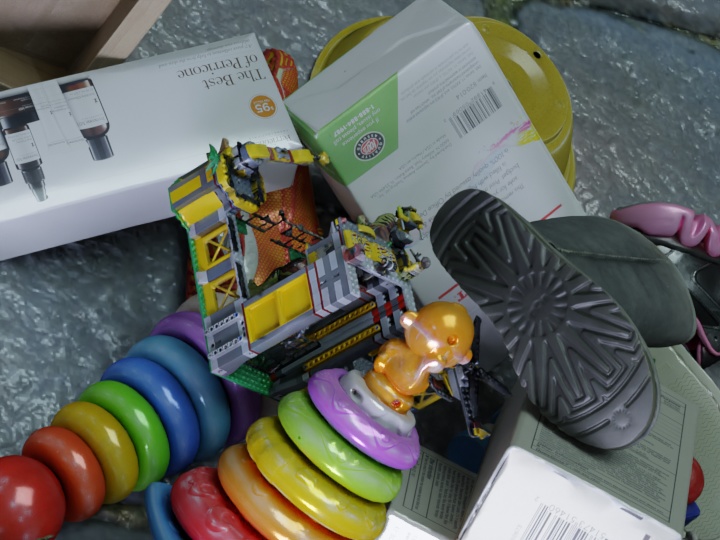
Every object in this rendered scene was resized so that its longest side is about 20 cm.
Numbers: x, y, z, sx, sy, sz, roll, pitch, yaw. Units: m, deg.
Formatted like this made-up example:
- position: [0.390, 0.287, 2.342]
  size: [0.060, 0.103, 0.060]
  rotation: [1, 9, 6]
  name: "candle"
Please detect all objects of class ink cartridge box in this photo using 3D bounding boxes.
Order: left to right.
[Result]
- position: [0.054, -0.048, 1.576]
  size: [0.117, 0.067, 0.200]
  rotation: [-36, 120, -7]
  name: "ink cartridge box"

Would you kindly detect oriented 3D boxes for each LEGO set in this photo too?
- position: [0.000, 0.000, 1.430]
  size: [0.200, 0.116, 0.154]
  rotation: [34, 38, -40]
  name: "LEGO set"

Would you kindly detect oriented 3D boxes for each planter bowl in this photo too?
- position: [0.073, -0.098, 1.676]
  size: [0.200, 0.083, 0.201]
  rotation: [18, 52, -25]
  name: "planter bowl"

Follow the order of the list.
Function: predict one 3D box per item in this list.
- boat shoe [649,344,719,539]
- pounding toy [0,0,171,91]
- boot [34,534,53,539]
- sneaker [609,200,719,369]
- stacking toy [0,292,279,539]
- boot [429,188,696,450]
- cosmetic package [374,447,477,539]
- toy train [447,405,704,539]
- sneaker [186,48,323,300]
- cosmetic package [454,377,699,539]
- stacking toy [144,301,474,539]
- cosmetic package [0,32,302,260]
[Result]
- position: [0.183, 0.076, 1.646]
  size: [0.201, 0.072, 0.068]
  rotation: [63, 5, 1]
  name: "boat shoe"
- position: [-0.200, -0.220, 1.500]
  size: [0.200, 0.184, 0.143]
  rotation: [26, 49, -17]
  name: "pounding toy"
- position: [-0.196, 0.145, 1.290]
  size: [0.200, 0.138, 0.078]
  rotation: [32, 49, -11]
  name: "boot"
- position: [0.241, 0.025, 1.731]
  size: [0.199, 0.079, 0.096]
  rotation: [19, 74, -23]
  name: "sneaker"
- position: [-0.133, 0.089, 1.420]
  size: [0.200, 0.085, 0.085]
  rotation: [-31, 81, -38]
  name: "stacking toy"
- position: [0.135, 0.029, 1.462]
  size: [0.182, 0.073, 0.200]
  rotation: [57, 15, 24]
  name: "boot"
- position: [0.092, 0.183, 1.455]
  size: [0.200, 0.073, 0.104]
  rotation: [29, 20, -3]
  name: "cosmetic package"
- position: [0.144, 0.154, 1.564]
  size: [0.116, 0.085, 0.200]
  rotation: [-26, 77, -32]
  name: "toy train"
- position: [-0.059, -0.040, 1.569]
  size: [0.077, 0.073, 0.201]
  rotation: [29, 53, -37]
  name: "sneaker"
- position: [0.120, 0.110, 1.433]
  size: [0.103, 0.073, 0.200]
  rotation: [29, 18, 2]
  name: "cosmetic package"
- position: [-0.012, 0.092, 1.355]
  size: [0.116, 0.200, 0.110]
  rotation: [34, 13, -22]
  name: "stacking toy"
- position: [-0.140, -0.068, 1.487]
  size: [0.199, 0.051, 0.083]
  rotation: [-16, 68, -19]
  name: "cosmetic package"
